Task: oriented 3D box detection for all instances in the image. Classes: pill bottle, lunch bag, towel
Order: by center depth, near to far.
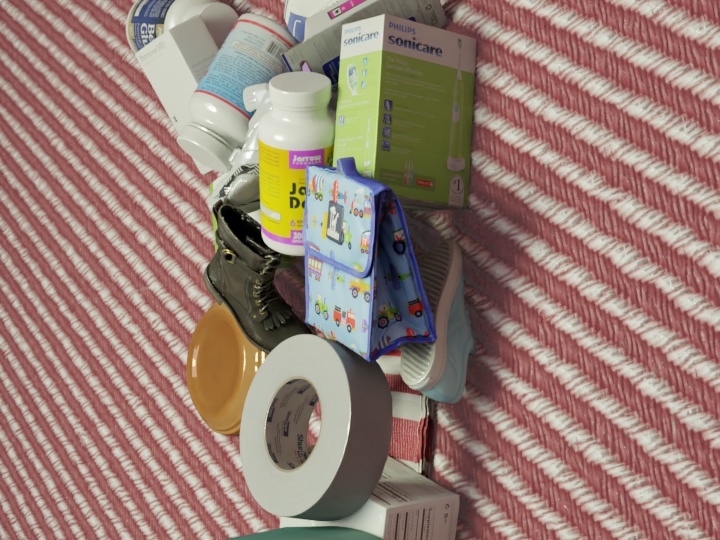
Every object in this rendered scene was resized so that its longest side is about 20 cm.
[{"bbox_3d":[0.001,-0.026,1.416,0.150,0.093,0.203,26,127,57],"label":"lunch bag"},{"bbox_3d":[-0.070,-0.127,1.539,0.104,0.103,0.202,35,134,48],"label":"pill bottle"},{"bbox_3d":[0.038,0.147,1.571,0.143,0.023,0.203,-1,84,53],"label":"towel"},{"bbox_3d":[-0.165,-0.239,1.765,0.108,0.109,0.201,14,70,52],"label":"pill bottle"},{"bbox_3d":[-0.264,-0.363,1.963,0.199,0.110,0.113,15,96,52],"label":"pill bottle"}]

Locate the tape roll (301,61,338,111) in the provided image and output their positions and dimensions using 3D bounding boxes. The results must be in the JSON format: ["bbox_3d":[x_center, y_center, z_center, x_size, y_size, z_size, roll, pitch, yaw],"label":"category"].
[{"bbox_3d":[-0.015,-0.191,1.655,0.199,0.065,0.203,-11,76,50],"label":"tape roll"}]

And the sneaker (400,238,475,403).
[{"bbox_3d":[0.095,0.062,1.476,0.073,0.082,0.202,-19,46,41],"label":"sneaker"}]

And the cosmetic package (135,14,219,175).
[{"bbox_3d":[-0.229,-0.250,1.859,0.101,0.074,0.201,-19,105,49],"label":"cosmetic package"}]

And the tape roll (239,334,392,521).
[{"bbox_3d":[-0.052,0.176,1.451,0.199,0.066,0.203,-19,64,46],"label":"tape roll"}]

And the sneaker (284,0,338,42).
[{"bbox_3d":[-0.020,-0.351,1.672,0.200,0.080,0.116,-47,48,35],"label":"sneaker"}]

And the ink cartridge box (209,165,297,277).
[{"bbox_3d":[-0.122,-0.081,1.758,0.199,0.075,0.150,-29,63,50],"label":"ink cartridge box"}]

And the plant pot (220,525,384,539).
[{"bbox_3d":[-0.057,0.349,1.394,0.199,0.140,0.143,-18,78,45],"label":"plant pot"}]

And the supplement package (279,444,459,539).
[{"bbox_3d":[0.005,0.305,1.505,0.199,0.110,0.158,21,109,52],"label":"supplement package"}]

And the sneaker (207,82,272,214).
[{"bbox_3d":[-0.126,-0.161,1.652,0.199,0.075,0.116,-37,60,20],"label":"sneaker"}]

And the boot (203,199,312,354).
[{"bbox_3d":[-0.126,0.016,1.661,0.199,0.069,0.174,40,150,5],"label":"boot"}]

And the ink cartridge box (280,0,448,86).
[{"bbox_3d":[0.002,-0.284,1.540,0.198,0.095,0.037,-30,56,1],"label":"ink cartridge box"}]

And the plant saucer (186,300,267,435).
[{"bbox_3d":[-0.195,0.135,1.861,0.199,0.037,0.203,-10,78,51],"label":"plant saucer"}]

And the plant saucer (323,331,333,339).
[{"bbox_3d":[0.000,0.000,1.591,0.199,0.031,0.203,0,90,58],"label":"plant saucer"}]

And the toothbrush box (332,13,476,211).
[{"bbox_3d":[0.052,-0.178,1.502,0.086,0.144,0.203,1,86,52],"label":"toothbrush box"}]
